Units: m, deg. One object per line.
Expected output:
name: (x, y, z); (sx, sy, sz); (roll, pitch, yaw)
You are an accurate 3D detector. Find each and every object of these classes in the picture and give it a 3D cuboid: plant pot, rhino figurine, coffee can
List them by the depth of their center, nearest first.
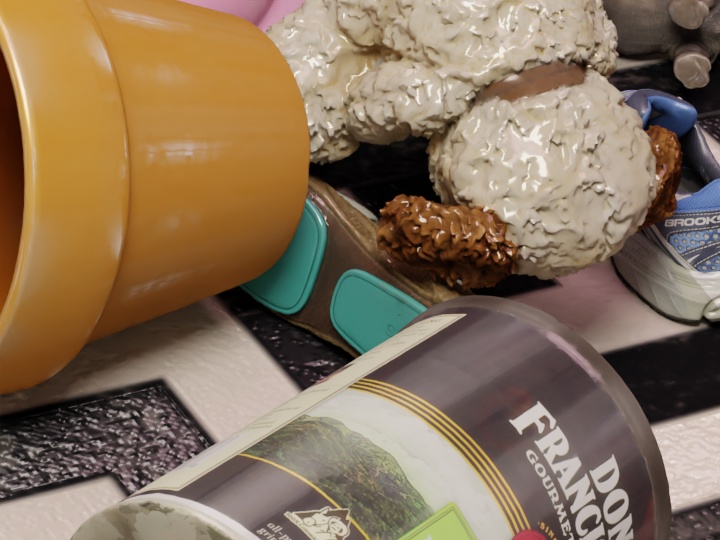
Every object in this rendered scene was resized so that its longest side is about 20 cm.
coffee can: (0.003, 0.114, 1.090); (0.146, 0.147, 0.200); (30, 39, 28)
plant pot: (-0.130, -0.049, 1.269); (0.183, 0.201, 0.200); (-5, 35, -42)
rhino figurine: (0.181, -0.140, 1.597); (0.199, 0.060, 0.088); (15, 23, 1)

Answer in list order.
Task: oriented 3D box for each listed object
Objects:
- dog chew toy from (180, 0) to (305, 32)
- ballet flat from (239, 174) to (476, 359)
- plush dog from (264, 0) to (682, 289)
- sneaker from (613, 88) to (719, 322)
dog chew toy: (-0.085, -0.139, 1.398); (0.124, 0.200, 0.125); (-15, 52, 21)
ballet flat: (0.000, 0.000, 1.341); (0.200, 0.068, 0.072); (33, 23, 33)
plush dog: (0.071, -0.078, 1.311); (0.199, 0.161, 0.173); (-18, 74, -29)
sneaker: (0.134, -0.060, 1.442); (0.077, 0.086, 0.200); (-18, 42, -37)
